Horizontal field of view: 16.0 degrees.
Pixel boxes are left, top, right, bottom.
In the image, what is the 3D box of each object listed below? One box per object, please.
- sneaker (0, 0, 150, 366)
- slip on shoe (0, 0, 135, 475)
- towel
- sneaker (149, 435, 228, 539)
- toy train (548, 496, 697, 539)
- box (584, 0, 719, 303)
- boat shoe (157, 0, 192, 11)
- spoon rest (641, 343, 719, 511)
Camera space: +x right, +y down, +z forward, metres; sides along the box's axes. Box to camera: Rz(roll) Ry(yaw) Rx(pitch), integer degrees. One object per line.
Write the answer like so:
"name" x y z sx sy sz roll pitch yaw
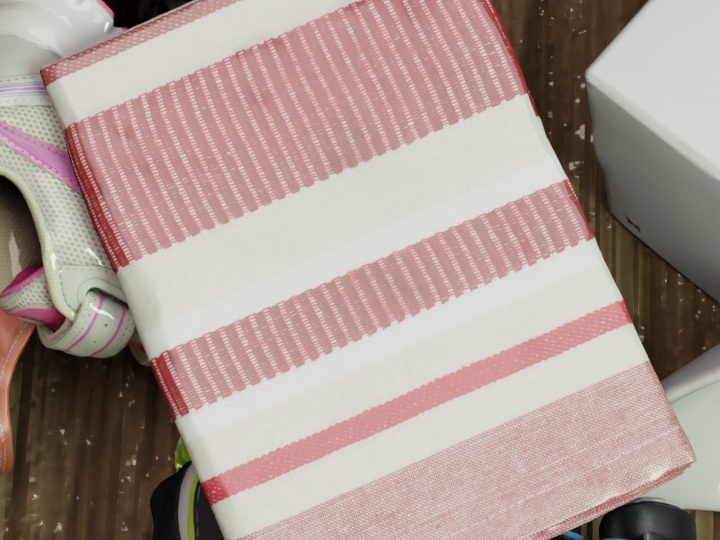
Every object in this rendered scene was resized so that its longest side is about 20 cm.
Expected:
"sneaker" -0.074 0.000 0.858 0.200 0.081 0.088 45 67 -5
"slip on shoe" -0.118 -0.018 0.914 0.061 0.074 0.201 21 72 -7
"towel" 0.000 0.000 0.802 0.143 0.023 0.201 -23 79 -3
"sneaker" -0.036 0.150 0.841 0.071 0.083 0.201 4 82 -34
"toy train" 0.071 0.170 0.782 0.114 0.086 0.201 -30 47 43
"box" 0.177 -0.085 0.850 0.097 0.124 0.200 39 81 20
"boat shoe" -0.036 -0.106 0.923 0.068 0.075 0.200 -40 67 0
"spoon rest" 0.101 0.049 0.838 0.199 0.100 0.061 6 57 23
